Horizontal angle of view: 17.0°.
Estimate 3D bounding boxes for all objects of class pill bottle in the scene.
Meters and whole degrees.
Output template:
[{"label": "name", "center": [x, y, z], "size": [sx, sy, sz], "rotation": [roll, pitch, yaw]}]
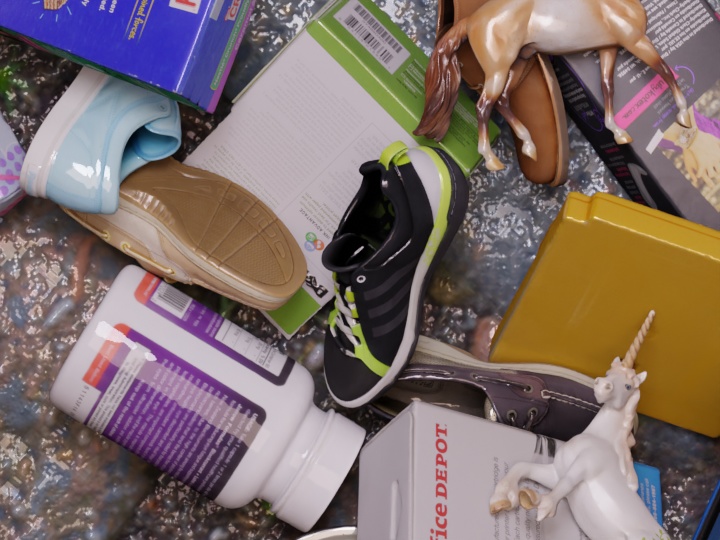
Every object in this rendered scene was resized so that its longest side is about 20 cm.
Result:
[{"label": "pill bottle", "center": [-0.101, 0.092, 1.633], "size": [0.200, 0.111, 0.112], "rotation": [32, 90, -3]}]

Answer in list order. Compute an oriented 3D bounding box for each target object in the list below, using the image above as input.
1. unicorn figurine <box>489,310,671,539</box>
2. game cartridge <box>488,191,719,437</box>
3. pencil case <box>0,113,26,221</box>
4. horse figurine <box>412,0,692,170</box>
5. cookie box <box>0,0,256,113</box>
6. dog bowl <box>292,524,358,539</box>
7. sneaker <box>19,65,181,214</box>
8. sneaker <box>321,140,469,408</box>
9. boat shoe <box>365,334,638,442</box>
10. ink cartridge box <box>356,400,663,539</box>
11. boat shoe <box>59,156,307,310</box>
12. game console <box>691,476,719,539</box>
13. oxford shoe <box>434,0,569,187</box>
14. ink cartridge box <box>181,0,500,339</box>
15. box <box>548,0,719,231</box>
[{"label": "unicorn figurine", "center": [0.157, 0.146, 1.569], "size": [0.137, 0.074, 0.201], "rotation": [-22, 92, -40]}, {"label": "game cartridge", "center": [0.195, 0.029, 1.613], "size": [0.176, 0.200, 0.033], "rotation": [19, 54, -3]}, {"label": "pencil case", "center": [-0.300, -0.117, 1.620], "size": [0.083, 0.091, 0.200], "rotation": [-36, 94, -36]}, {"label": "horse figurine", "center": [0.126, -0.140, 1.548], "size": [0.199, 0.050, 0.133], "rotation": [-13, 92, -4]}, {"label": "cookie box", "center": [-0.161, -0.216, 1.545], "size": [0.200, 0.075, 0.172], "rotation": [22, 91, 18]}, {"label": "dog bowl", "center": [-0.004, 0.272, 1.663], "size": [0.199, 0.074, 0.201], "rotation": [0, 91, -3]}, {"label": "sneaker", "center": [-0.149, -0.111, 1.613], "size": [0.082, 0.074, 0.200], "rotation": [26, 59, 5]}, {"label": "sneaker", "center": [0.000, 0.000, 1.580], "size": [0.083, 0.072, 0.200], "rotation": [-2, 122, -40]}, {"label": "boat shoe", "center": [0.092, 0.098, 1.656], "size": [0.199, 0.065, 0.072], "rotation": [17, 125, 0]}, {"label": "ink cartridge box", "center": [0.100, 0.188, 1.601], "size": [0.200, 0.084, 0.146], "rotation": [17, 55, -22]}, {"label": "boat shoe", "center": [-0.126, -0.029, 1.640], "size": [0.200, 0.069, 0.074], "rotation": [34, 50, 12]}, {"label": "game console", "center": [0.313, 0.146, 1.627], "size": [0.170, 0.118, 0.200], "rotation": [19, 108, -7]}, {"label": "oxford shoe", "center": [0.088, -0.141, 1.606], "size": [0.071, 0.071, 0.200], "rotation": [-24, 110, -10]}, {"label": "ink cartridge box", "center": [-0.028, -0.073, 1.658], "size": [0.148, 0.076, 0.200], "rotation": [45, 123, -3]}, {"label": "box", "center": [0.221, -0.100, 1.639], "size": [0.106, 0.122, 0.200], "rotation": [-37, 94, -3]}]
